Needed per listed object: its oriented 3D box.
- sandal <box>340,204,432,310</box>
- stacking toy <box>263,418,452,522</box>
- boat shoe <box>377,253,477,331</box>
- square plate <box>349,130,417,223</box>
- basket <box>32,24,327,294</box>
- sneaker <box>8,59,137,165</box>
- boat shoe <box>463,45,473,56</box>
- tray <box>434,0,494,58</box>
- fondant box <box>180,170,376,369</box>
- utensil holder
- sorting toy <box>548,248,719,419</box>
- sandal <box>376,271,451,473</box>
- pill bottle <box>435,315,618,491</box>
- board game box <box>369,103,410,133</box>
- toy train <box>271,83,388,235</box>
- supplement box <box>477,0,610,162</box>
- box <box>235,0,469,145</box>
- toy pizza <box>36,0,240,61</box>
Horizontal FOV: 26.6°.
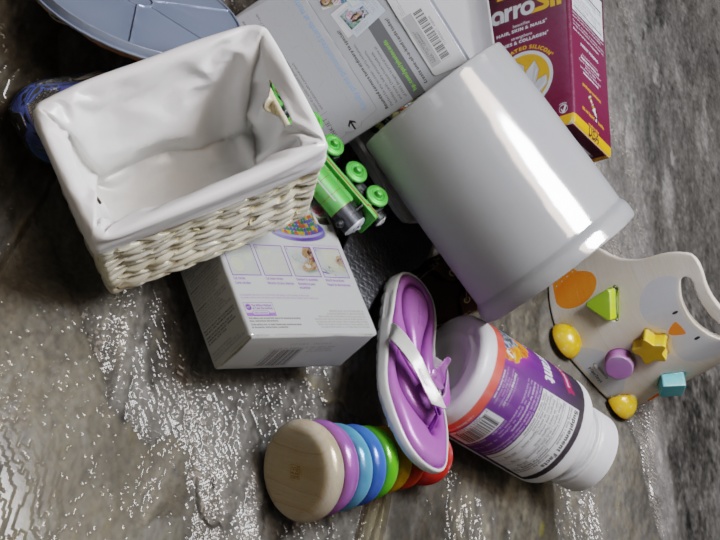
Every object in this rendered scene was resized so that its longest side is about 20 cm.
[{"bbox_3d":[-0.001,0.000,1.437,0.076,0.043,0.200,47,50,-4],"label":"sandal"},{"bbox_3d":[0.012,0.167,1.331,0.199,0.085,0.086,1,68,-48],"label":"stacking toy"},{"bbox_3d":[0.095,0.010,1.498,0.200,0.070,0.071,-35,98,-46],"label":"boat shoe"},{"bbox_3d":[0.056,-0.127,1.531,0.199,0.028,0.199,-9,59,-47],"label":"square plate"},{"bbox_3d":[-0.140,-0.084,1.208,0.199,0.124,0.136,-23,67,-14],"label":"basket"},{"bbox_3d":[-0.209,-0.144,1.276,0.199,0.078,0.076,-24,86,-48],"label":"sneaker"},{"bbox_3d":[0.130,-0.241,1.645,0.072,0.066,0.201,45,32,-4],"label":"boat shoe"},{"bbox_3d":[0.080,-0.254,1.553,0.106,0.022,0.201,1,60,-8],"label":"tray"},{"bbox_3d":[-0.087,-0.015,1.316,0.144,0.058,0.201,2,57,-43],"label":"fondant box"},{"bbox_3d":[0.123,-0.080,1.391,0.200,0.170,0.170,52,43,0],"label":"utensil holder"},{"bbox_3d":[0.315,0.056,1.606,0.200,0.180,0.107,46,44,-16],"label":"sorting toy"},{"bbox_3d":[0.053,0.081,1.356,0.082,0.050,0.204,26,44,-39],"label":"sandal"},{"bbox_3d":[0.151,0.134,1.455,0.199,0.111,0.112,32,50,-29],"label":"pill bottle"},{"bbox_3d":[0.002,-0.185,1.498,0.199,0.023,0.105,33,40,-10],"label":"board game box"},{"bbox_3d":[-0.053,-0.112,1.358,0.200,0.042,0.056,49,46,3],"label":"toy train"},{"bbox_3d":[0.185,-0.204,1.550,0.086,0.110,0.201,33,50,-48],"label":"supplement box"},{"bbox_3d":[-0.023,-0.203,1.405,0.156,0.199,0.041,56,12,-5],"label":"box"},{"bbox_3d":[-0.195,-0.221,1.310,0.199,0.032,0.201,20,29,-11],"label":"toy pizza"}]
